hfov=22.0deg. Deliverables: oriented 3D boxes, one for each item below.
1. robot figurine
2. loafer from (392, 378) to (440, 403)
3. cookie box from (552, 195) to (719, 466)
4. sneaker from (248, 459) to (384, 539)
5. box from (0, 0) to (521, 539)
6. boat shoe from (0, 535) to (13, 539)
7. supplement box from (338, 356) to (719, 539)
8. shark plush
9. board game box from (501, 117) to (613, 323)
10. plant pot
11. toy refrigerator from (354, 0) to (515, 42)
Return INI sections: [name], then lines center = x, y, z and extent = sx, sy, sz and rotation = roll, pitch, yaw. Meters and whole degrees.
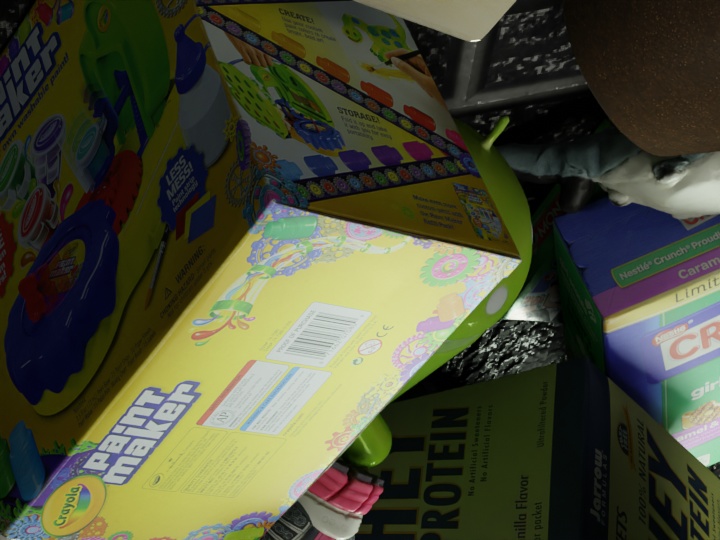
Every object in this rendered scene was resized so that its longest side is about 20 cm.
[robot figurine]
center = 0.000, 0.000, 0.864
extent = 0.116, 0.176, 0.200
rotation = 36, 139, -12
[loafer]
center = 0.040, 0.112, 1.103
extent = 0.063, 0.072, 0.200
rotation = -33, 146, 24
[cookie box]
center = 0.198, 0.023, 1.017
extent = 0.171, 0.075, 0.200
rotation = -22, 144, -5
[sneaker]
center = -0.069, 0.113, 0.867
extent = 0.081, 0.075, 0.200
rotation = 27, 166, -24
[box]
center = -0.069, -0.021, 0.756
extent = 0.122, 0.193, 0.200
rotation = 12, 131, -38
[boat shoe]
center = -0.161, 0.150, 0.974
extent = 0.086, 0.075, 0.202
rotation = -62, 171, -12
[supplement box]
center = 0.082, 0.167, 0.988
extent = 0.200, 0.134, 0.200
rotation = -17, 141, 32
[shark plush]
center = 0.166, -0.065, 0.927
extent = 0.200, 0.083, 0.091
rotation = -16, 147, 23
[board game box]
center = 0.183, -0.020, 1.044
extent = 0.200, 0.029, 0.135
rotation = 5, 135, -34
[plant pot]
center = 0.194, -0.134, 0.798
extent = 0.200, 0.187, 0.187
rotation = -27, 148, 33
[toy refrigerator]
center = -0.018, -0.159, 0.707
extent = 0.200, 0.076, 0.070
rotation = 14, 130, -40
